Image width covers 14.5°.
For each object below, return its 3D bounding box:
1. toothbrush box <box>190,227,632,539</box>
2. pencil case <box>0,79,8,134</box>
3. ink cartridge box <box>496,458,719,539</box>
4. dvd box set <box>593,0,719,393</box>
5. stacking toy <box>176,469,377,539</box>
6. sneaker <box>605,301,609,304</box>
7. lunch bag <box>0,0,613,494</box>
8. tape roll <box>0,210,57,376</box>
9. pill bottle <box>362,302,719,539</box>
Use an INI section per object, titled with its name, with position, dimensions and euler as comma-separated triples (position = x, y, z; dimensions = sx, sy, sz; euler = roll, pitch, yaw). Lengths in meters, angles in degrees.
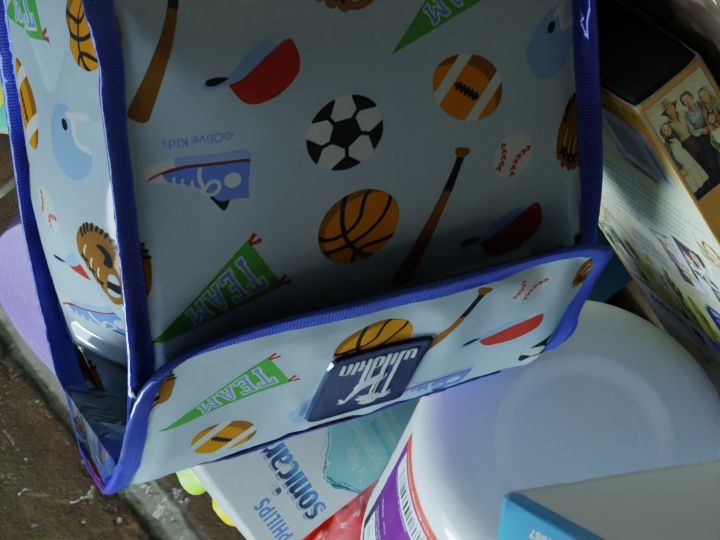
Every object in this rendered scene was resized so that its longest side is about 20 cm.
[toothbrush box]
position = 0.000, 0.000, 1.098
dimensions = 0.085, 0.200, 0.146
euler = 48, 174, 31
[pencil case]
position = -0.052, -0.066, 0.954
dimensions = 0.200, 0.089, 0.088
euler = 15, -167, -28
[ink cartridge box]
position = 0.126, 0.177, 0.870
dimensions = 0.147, 0.146, 0.200
euler = 26, 113, 46
[dvd box set]
position = 0.113, -0.014, 0.957
dimensions = 0.200, 0.029, 0.146
euler = 54, 174, -31
[stacking toy]
position = -0.051, 0.063, 1.215
dimensions = 0.200, 0.116, 0.110
euler = 33, 131, -6
[sneaker]
position = 0.067, 0.026, 1.261
dimensions = 0.200, 0.080, 0.074
euler = 57, -161, -26
[lunch bag]
position = -0.016, -0.034, 0.871
dimensions = 0.124, 0.170, 0.200
euler = -132, 32, -50
[tape roll]
position = -0.076, 0.020, 1.361
dimensions = 0.200, 0.066, 0.200
euler = 24, 151, 15
[pill bottle]
position = 0.063, 0.093, 1.052
dimensions = 0.113, 0.112, 0.200
euler = 51, 162, 11
